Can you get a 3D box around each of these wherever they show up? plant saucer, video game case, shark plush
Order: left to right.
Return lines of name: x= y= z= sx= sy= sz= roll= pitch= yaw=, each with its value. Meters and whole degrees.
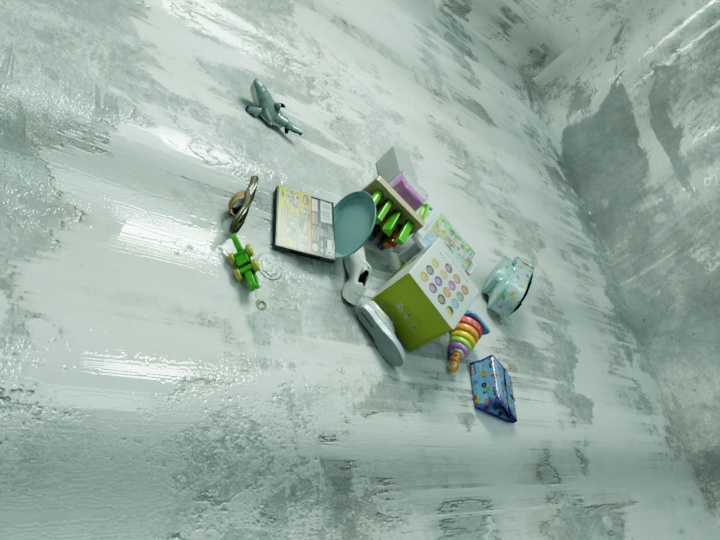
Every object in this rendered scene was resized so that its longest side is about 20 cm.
shark plush: x=-0.255 y=-0.469 z=1.662 sx=0.200 sy=0.083 sz=0.091 roll=47 pitch=39 yaw=-9
video game case: x=-0.154 y=-0.126 z=1.541 sx=0.176 sy=0.026 sz=0.205 roll=14 pitch=53 yaw=-25
plant saucer: x=-0.028 y=-0.125 z=1.566 sx=0.027 sy=0.197 sz=0.206 roll=32 pitch=42 yaw=-42
video game case: x=0.261 y=-0.078 z=1.737 sx=0.201 sy=0.022 sz=0.183 roll=48 pitch=46 yaw=-6

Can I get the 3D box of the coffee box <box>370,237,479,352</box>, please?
coffee box: x=0.186 y=0.074 z=1.624 sx=0.201 sy=0.199 sz=0.198 roll=50 pitch=47 yaw=-4

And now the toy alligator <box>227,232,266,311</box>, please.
toy alligator: x=-0.265 y=0.007 z=1.340 sx=0.054 sy=0.058 sz=0.205 roll=66 pitch=-1 yaw=-77

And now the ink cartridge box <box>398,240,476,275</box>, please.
ink cartridge box: x=0.250 y=-0.033 z=1.825 sx=0.202 sy=0.144 sz=0.145 roll=52 pitch=40 yaw=-2

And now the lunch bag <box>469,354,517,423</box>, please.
lunch bag: x=0.439 y=0.387 z=1.785 sx=0.199 sy=0.092 sz=0.154 roll=37 pitch=39 yaw=-39

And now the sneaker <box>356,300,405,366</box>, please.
sneaker: x=0.069 y=0.167 z=1.552 sx=0.070 sy=0.073 sz=0.203 roll=-30 pitch=86 yaw=-48

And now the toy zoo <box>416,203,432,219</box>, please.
toy zoo: x=0.272 y=-0.159 z=2.036 sx=0.199 sy=0.020 sz=0.133 roll=43 pitch=40 yaw=-15

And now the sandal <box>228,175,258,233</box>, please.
sandal: x=-0.302 y=-0.172 z=1.410 sx=0.053 sy=0.082 sz=0.204 roll=20 pitch=49 yaw=-12

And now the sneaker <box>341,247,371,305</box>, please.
sneaker: x=0.000 y=0.000 z=1.589 sx=0.073 sy=0.087 sz=0.205 roll=25 pitch=46 yaw=-28

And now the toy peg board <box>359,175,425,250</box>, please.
toy peg board: x=0.053 y=-0.143 z=1.676 sx=0.199 sy=0.198 sz=0.099 roll=43 pitch=56 yaw=-13

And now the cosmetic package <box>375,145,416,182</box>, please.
cosmetic package: x=0.129 y=-0.311 z=1.931 sx=0.088 sy=0.106 sz=0.205 roll=8 pitch=56 yaw=-41

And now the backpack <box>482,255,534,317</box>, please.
backpack: x=0.530 y=0.061 z=2.029 sx=0.150 sy=0.178 sz=0.202 roll=29 pitch=43 yaw=-2

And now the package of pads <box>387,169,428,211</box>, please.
package of pads: x=0.106 y=-0.211 z=1.760 sx=0.120 sy=0.198 sz=0.077 roll=41 pitch=35 yaw=-19

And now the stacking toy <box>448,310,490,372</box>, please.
stacking toy: x=0.314 y=0.234 z=1.754 sx=0.110 sy=0.115 sz=0.202 roll=45 pitch=53 yaw=-18
